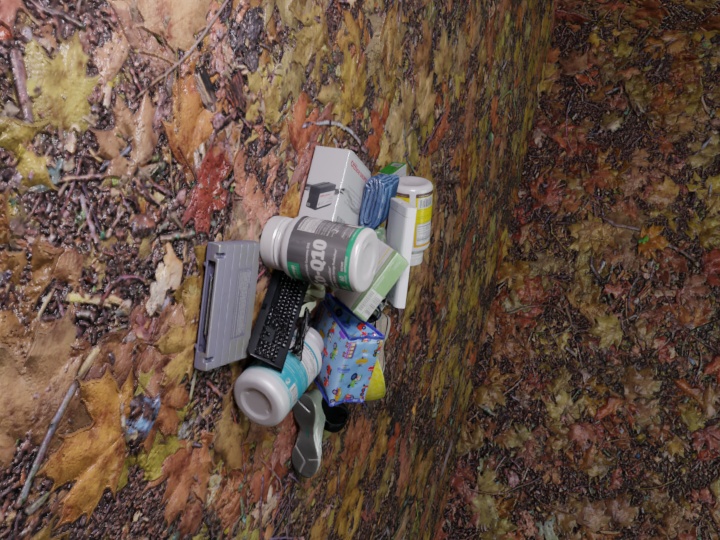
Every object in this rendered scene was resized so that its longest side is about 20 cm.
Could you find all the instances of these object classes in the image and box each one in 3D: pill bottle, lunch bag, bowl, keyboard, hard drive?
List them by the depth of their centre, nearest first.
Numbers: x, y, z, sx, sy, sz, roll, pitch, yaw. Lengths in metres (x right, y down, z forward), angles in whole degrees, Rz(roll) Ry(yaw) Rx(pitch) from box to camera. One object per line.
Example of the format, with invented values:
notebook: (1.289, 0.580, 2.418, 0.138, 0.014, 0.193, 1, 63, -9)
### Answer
pill bottle: (-0.074, -0.034, 1.209, 0.113, 0.195, 0.116, 11, 90, -67)
keyboard: (-0.130, 0.082, 1.223, 0.040, 0.103, 0.204, -38, -151, 47)
pill bottle: (-0.142, 0.187, 1.263, 0.200, 0.108, 0.114, -48, 143, -52)
lunch bag: (-0.058, 0.152, 1.376, 0.092, 0.199, 0.154, 3, 114, -37)
hard drive: (0.077, -0.039, 1.412, 0.132, 0.026, 0.206, -132, -134, -71)
bowl: (-0.031, 0.211, 1.523, 0.105, 0.201, 0.204, -21, 132, -14)
pill bottle: (0.120, -0.120, 1.661, 0.109, 0.107, 0.205, -39, 136, -57)

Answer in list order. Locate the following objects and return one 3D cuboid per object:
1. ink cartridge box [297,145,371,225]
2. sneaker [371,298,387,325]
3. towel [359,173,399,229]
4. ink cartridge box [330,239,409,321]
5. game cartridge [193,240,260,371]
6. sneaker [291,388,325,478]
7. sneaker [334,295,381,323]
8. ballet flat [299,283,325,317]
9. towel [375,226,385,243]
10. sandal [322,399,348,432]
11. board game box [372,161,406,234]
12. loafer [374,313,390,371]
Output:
ink cartridge box: (-0.056, -0.126, 1.361, 0.145, 0.082, 0.206, 34, 69, -68)
sneaker: (0.027, 0.090, 1.670, 0.074, 0.080, 0.206, -15, 114, -65)
towel: (0.042, -0.150, 1.462, 0.200, 0.047, 0.115, -48, 151, -74)
ink cartridge box: (0.000, 0.000, 1.387, 0.048, 0.200, 0.147, 37, 90, -34)
game cartridge: (-0.219, 0.053, 1.116, 0.129, 0.037, 0.206, -13, 112, -71)
sneaker: (-0.105, 0.358, 1.490, 0.080, 0.069, 0.206, -30, 127, -65)
sneaker: (0.008, 0.054, 1.464, 0.081, 0.113, 0.203, 47, 65, -47)
ballet flat: (-0.109, 0.050, 1.338, 0.201, 0.066, 0.070, -51, 146, -50)
towel: (0.017, 0.007, 1.567, 0.151, 0.023, 0.202, -36, 136, -13)
sandal: (-0.065, 0.345, 1.615, 0.200, 0.042, 0.078, 50, 54, -63)
board game box: (0.070, -0.156, 1.717, 0.153, 0.039, 0.205, -42, 137, -57)
loafer: (0.028, 0.204, 1.766, 0.063, 0.070, 0.205, 33, 62, -49)
